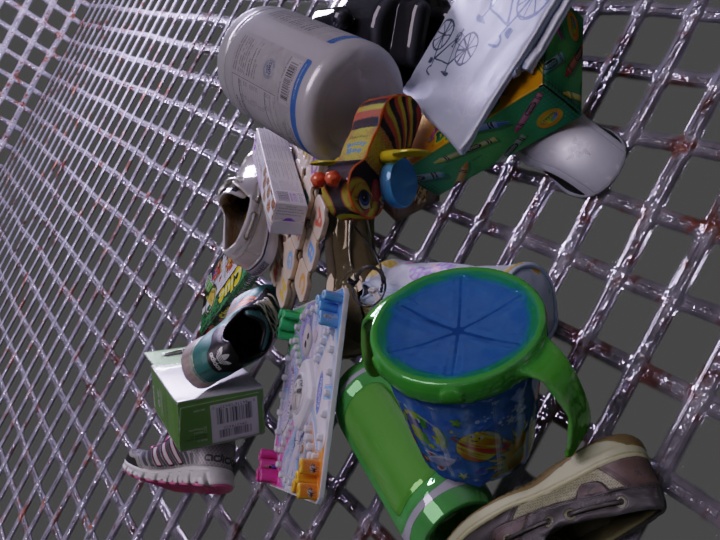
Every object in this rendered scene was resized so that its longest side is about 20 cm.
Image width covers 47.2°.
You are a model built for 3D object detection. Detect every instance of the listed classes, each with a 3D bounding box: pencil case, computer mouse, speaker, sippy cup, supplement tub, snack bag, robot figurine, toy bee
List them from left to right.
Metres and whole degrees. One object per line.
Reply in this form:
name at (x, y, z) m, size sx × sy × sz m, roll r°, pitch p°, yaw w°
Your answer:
supplement tub at (-0.058, -0.205, 0.900) m, size 0.199 × 0.131 × 0.133 m, roll 37°, pitch 96°, yaw 45°
toy bee at (0.007, -0.088, 0.769) m, size 0.129 × 0.108 × 0.203 m, roll -23°, pitch 57°, yaw 28°
robot figurine at (0.036, -0.278, 0.971) m, size 0.125 × 0.151 × 0.199 m, roll -46°, pitch 31°, yaw -10°
speaker at (0.043, 0.165, 0.741) m, size 0.089 × 0.088 × 0.200 m, roll -52°, pitch 37°, yaw 11°
pencil case at (0.087, 0.031, 0.772) m, size 0.198 × 0.090 × 0.084 m, roll 3°, pitch 64°, yaw 50°
sippy cup at (0.084, 0.090, 0.644) m, size 0.137 × 0.132 × 0.179 m, roll -19°, pitch 34°, yaw -6°
snack bag at (0.120, -0.221, 0.792) m, size 0.202 × 0.021 × 0.189 m, roll -58°, pitch 29°, yaw 17°
computer mouse at (0.181, -0.138, 0.809) m, size 0.110 × 0.044 × 0.200 m, roll -54°, pitch 36°, yaw 8°

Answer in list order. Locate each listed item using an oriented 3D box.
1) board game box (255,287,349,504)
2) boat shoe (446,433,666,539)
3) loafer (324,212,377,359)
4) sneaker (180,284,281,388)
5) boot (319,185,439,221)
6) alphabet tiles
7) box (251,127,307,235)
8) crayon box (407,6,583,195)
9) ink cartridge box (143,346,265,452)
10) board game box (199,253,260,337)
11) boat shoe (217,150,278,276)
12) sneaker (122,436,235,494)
board game box at (-0.065, 0.128, 0.860) m, size 0.200 × 0.025 × 0.204 m, roll 156°, pitch 123°, yaw -69°
boat shoe at (0.137, 0.201, 0.614) m, size 0.200 × 0.071 × 0.067 m, roll -41°, pitch 35°, yaw 18°
loafer at (0.000, 0.000, 0.910) m, size 0.066 × 0.076 × 0.205 m, roll 2°, pitch 86°, yaw 24°
sneaker at (-0.126, 0.069, 0.973) m, size 0.079 × 0.072 × 0.200 m, roll -24°, pitch 14°, yaw 31°
boot at (0.004, -0.090, 0.986) m, size 0.200 × 0.064 × 0.189 m, roll 39°, pitch 108°, yaw 46°
alphabet tiles at (-0.076, -0.061, 0.980) m, size 0.197 × 0.014 × 0.203 m, roll -116°, pitch 38°, yaw -55°
box at (-0.098, -0.109, 0.978) m, size 0.201 × 0.041 × 0.039 m, roll -111°, pitch 32°, yaw -54°
crayon box at (0.128, -0.171, 0.822) m, size 0.199 × 0.058 × 0.121 m, roll -27°, pitch 46°, yaw 47°
ink cartridge box at (-0.196, 0.148, 1.007) m, size 0.199 × 0.102 × 0.061 m, roll -157°, pitch 63°, yaw -62°
board game box at (-0.169, 0.000, 1.124) m, size 0.200 × 0.023 × 0.106 m, roll -48°, pitch 36°, yaw 40°
boat shoe at (-0.145, -0.088, 1.037) m, size 0.070 × 0.069 × 0.203 m, roll -31°, pitch 43°, yaw 33°
sneaker at (-0.223, 0.229, 1.036) m, size 0.198 × 0.073 × 0.089 m, roll -10°, pitch 60°, yaw 42°
